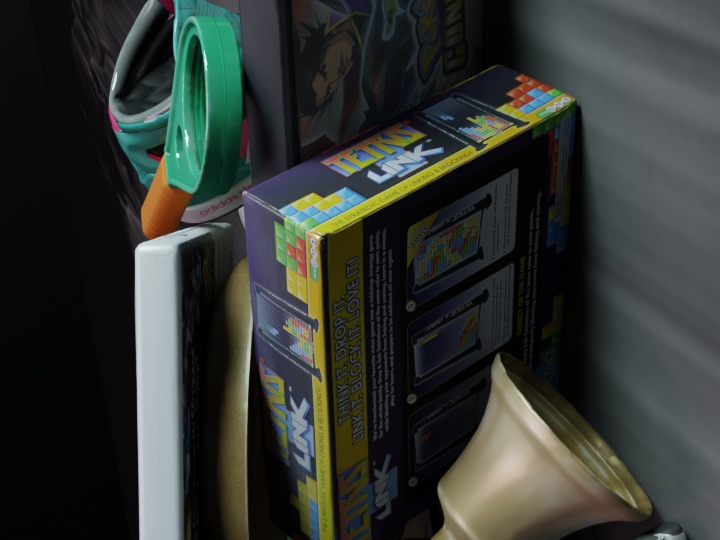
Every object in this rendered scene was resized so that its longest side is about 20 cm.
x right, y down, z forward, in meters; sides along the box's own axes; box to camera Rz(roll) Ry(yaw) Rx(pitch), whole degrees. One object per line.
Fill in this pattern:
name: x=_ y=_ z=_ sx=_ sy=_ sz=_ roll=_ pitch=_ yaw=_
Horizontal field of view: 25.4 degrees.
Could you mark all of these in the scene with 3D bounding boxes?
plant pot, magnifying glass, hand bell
plant pot: x=-0.058 y=0.086 z=0.827 sx=0.200 sy=0.027 sz=0.200 roll=0 pitch=-90 yaw=-87
magnifying glass: x=-0.085 y=-0.057 z=0.775 sx=0.200 sy=0.022 sz=0.080 roll=127 pitch=138 yaw=-68
hand bell: x=0.031 y=0.144 z=0.766 sx=0.104 sy=0.200 sz=0.104 roll=44 pitch=-170 yaw=-10

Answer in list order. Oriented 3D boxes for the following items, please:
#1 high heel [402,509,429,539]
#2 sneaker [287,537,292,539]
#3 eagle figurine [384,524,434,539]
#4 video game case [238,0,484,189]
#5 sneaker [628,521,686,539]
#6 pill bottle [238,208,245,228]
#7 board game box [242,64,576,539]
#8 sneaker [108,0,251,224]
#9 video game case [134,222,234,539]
high heel: x=0.019 y=0.207 z=1.135 sx=0.200 sy=0.067 sz=0.096 roll=61 pitch=153 yaw=2
sneaker: x=-0.014 y=0.124 z=0.958 sx=0.073 sy=0.200 sz=0.071 roll=55 pitch=153 yaw=6
eagle figurine: x=0.060 y=0.192 z=0.908 sx=0.151 sy=0.200 sz=0.152 roll=3 pitch=73 yaw=42
video game case: x=0.007 y=-0.107 z=0.761 sx=0.025 sy=0.181 sz=0.200 roll=20 pitch=131 yaw=27
sneaker: x=0.077 y=0.199 z=0.740 sx=0.087 sy=0.200 sz=0.075 roll=63 pitch=-166 yaw=11
pill bottle: x=0.000 y=0.000 z=0.953 sx=0.200 sy=0.113 sz=0.113 roll=-124 pitch=26 yaw=-52
board game box: x=0.027 y=0.023 z=0.774 sx=0.057 sy=0.165 sz=0.200 roll=32 pitch=137 yaw=38
sneaker: x=-0.055 y=-0.118 z=0.846 sx=0.121 sy=0.200 sz=0.084 roll=44 pitch=-166 yaw=-48
video game case: x=-0.085 y=0.080 z=0.796 sx=0.182 sy=0.023 sz=0.200 roll=-56 pitch=-34 yaw=-84
